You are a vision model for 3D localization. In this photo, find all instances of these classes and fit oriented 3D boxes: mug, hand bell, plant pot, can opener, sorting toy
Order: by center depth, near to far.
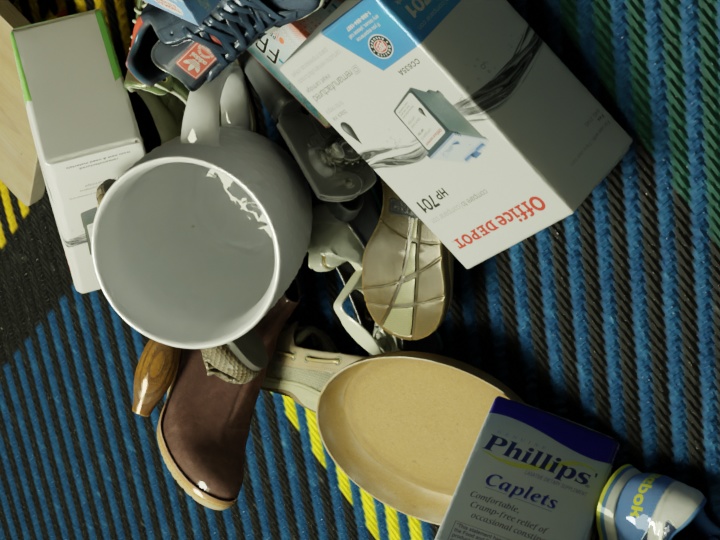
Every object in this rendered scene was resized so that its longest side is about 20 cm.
[{"bbox_3d":[-0.108,-0.061,1.697,0.147,0.175,0.201,4,107,12],"label":"mug"},{"bbox_3d":[-0.054,-0.126,1.705,0.200,0.053,0.067,60,151,22],"label":"can opener"},{"bbox_3d":[0.063,0.131,1.778,0.200,0.028,0.200,14,138,13],"label":"plant pot"},{"bbox_3d":[-0.150,0.027,1.863,0.104,0.104,0.200,27,102,37],"label":"hand bell"},{"bbox_3d":[-0.327,-0.196,2.020,0.200,0.070,0.199,45,146,17],"label":"sorting toy"}]

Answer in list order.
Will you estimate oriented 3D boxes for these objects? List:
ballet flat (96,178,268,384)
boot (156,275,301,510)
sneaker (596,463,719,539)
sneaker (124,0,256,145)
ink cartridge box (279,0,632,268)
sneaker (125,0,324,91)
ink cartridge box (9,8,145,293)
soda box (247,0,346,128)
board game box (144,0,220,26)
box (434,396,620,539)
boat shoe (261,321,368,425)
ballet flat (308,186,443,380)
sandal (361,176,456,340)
[{"bbox_3d":[-0.151,0.013,1.793,0.046,0.067,0.200,-34,103,25],"label":"ballet flat"},{"bbox_3d":[-0.104,0.080,1.860,0.166,0.072,0.200,-52,35,32],"label":"boot"},{"bbox_3d":[0.239,0.237,1.659,0.082,0.074,0.200,2,126,38],"label":"sneaker"},{"bbox_3d":[-0.152,-0.175,1.790,0.067,0.090,0.201,12,127,49],"label":"sneaker"},{"bbox_3d":[0.065,-0.114,1.532,0.200,0.086,0.146,48,148,-7],"label":"ink cartridge box"},{"bbox_3d":[-0.099,-0.173,1.587,0.075,0.085,0.200,39,153,-23],"label":"sneaker"},{"bbox_3d":[-0.229,-0.098,1.883,0.200,0.084,0.146,88,165,-58],"label":"ink cartridge box"},{"bbox_3d":[-0.062,-0.203,1.669,0.200,0.068,0.064,46,145,17],"label":"soda box"},{"bbox_3d":[-0.106,-0.274,1.548,0.151,0.200,0.037,28,161,37],"label":"board game box"},{"bbox_3d":[0.110,0.236,1.690,0.105,0.200,0.184,18,138,9],"label":"box"},{"bbox_3d":[-0.046,0.078,1.907,0.200,0.072,0.065,22,99,57],"label":"boat shoe"},{"bbox_3d":[0.000,0.000,1.767,0.073,0.073,0.200,-8,112,55],"label":"ballet flat"},{"bbox_3d":[0.048,-0.039,1.693,0.080,0.054,0.201,20,118,34],"label":"sandal"}]
